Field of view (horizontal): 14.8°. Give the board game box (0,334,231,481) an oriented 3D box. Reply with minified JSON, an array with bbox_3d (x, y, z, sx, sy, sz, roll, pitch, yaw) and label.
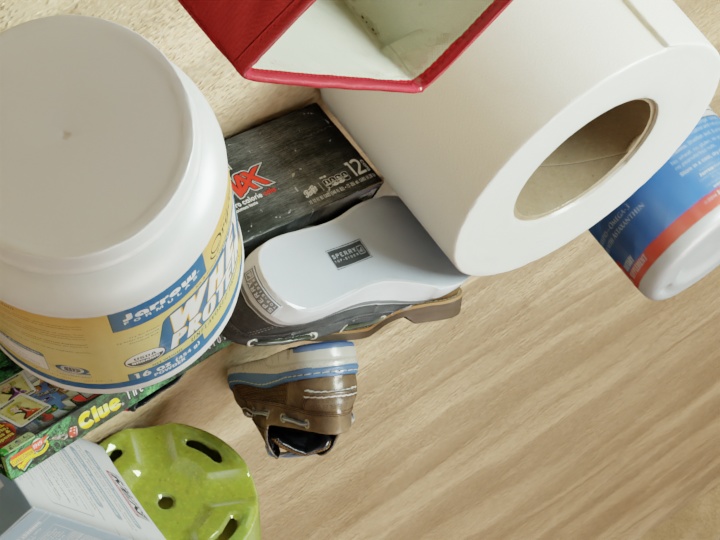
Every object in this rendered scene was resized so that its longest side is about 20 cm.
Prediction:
[{"bbox_3d":[-0.154,0.049,1.654,0.200,0.105,0.023,-32,122,-25],"label":"board game box"}]

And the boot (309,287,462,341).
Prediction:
[{"bbox_3d":[-0.001,0.003,1.965,0.200,0.074,0.076,-14,122,-46],"label":"boot"}]

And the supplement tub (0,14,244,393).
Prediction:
[{"bbox_3d":[-0.135,-0.031,1.371,0.145,0.145,0.200,-36,165,-10],"label":"supplement tub"}]

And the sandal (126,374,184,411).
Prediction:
[{"bbox_3d":[-0.134,0.051,1.788,0.200,0.045,0.075,-46,164,25],"label":"sandal"}]

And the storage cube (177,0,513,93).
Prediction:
[{"bbox_3d":[-0.007,-0.196,1.133,0.171,0.180,0.200,-45,163,20],"label":"storage cube"}]

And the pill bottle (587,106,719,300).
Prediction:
[{"bbox_3d":[0.167,-0.088,1.792,0.112,0.200,0.112,-36,164,-12],"label":"pill bottle"}]

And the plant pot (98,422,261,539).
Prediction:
[{"bbox_3d":[-0.145,0.213,2.001,0.200,0.200,0.184,-30,151,-29],"label":"plant pot"}]

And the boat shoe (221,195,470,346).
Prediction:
[{"bbox_3d":[-0.011,0.009,1.648,0.066,0.070,0.200,-42,167,36],"label":"boat shoe"}]

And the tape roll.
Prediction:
[{"bbox_3d":[0.095,-0.113,1.653,0.203,0.139,0.203,-33,159,-15],"label":"tape roll"}]

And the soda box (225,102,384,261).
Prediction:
[{"bbox_3d":[-0.085,-0.029,1.627,0.200,0.071,0.063,-25,158,-42],"label":"soda box"}]

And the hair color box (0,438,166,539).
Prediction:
[{"bbox_3d":[-0.204,0.147,1.748,0.061,0.099,0.200,-41,155,8],"label":"hair color box"}]

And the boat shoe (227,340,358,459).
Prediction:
[{"bbox_3d":[-0.050,0.097,1.974,0.072,0.072,0.200,-4,173,-13],"label":"boat shoe"}]

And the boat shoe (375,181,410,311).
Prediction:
[{"bbox_3d":[0.003,-0.003,1.855,0.075,0.086,0.202,-47,170,23],"label":"boat shoe"}]
